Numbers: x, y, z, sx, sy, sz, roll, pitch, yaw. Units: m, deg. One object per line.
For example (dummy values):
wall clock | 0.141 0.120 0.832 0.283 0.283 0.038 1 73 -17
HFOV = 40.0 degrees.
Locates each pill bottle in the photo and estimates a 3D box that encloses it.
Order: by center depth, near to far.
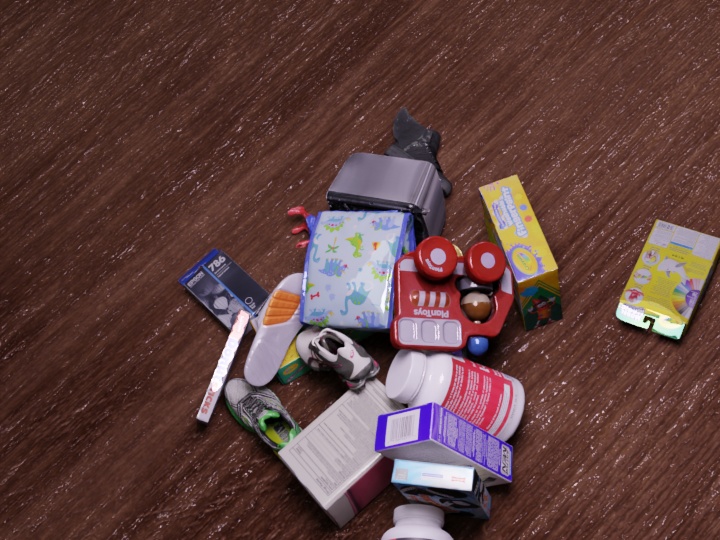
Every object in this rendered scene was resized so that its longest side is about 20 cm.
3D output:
pill bottle | 0.082 0.451 1.448 0.112 0.113 0.201 -4 58 12
pill bottle | 0.145 0.190 1.535 0.199 0.112 0.113 22 59 -19

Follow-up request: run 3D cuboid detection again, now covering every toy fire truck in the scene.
toy fire truck | 0.140 0.046 1.522 0.199 0.112 0.169 5 74 -18

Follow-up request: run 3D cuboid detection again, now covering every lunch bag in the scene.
lunch bag | 0.000 0.000 1.641 0.169 0.127 0.201 2 84 20

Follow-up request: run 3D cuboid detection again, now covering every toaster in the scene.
toaster | 0.056 -0.103 1.750 0.199 0.181 0.119 10 57 21

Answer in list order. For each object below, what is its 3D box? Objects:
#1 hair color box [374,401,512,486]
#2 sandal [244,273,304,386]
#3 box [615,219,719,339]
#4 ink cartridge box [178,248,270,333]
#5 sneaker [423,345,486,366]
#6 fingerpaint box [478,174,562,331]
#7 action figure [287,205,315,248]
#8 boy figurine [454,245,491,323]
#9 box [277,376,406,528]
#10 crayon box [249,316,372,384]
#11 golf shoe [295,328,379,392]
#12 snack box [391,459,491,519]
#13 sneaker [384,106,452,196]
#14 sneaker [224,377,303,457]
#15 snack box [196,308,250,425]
hair color box | 0.128 0.267 1.481 0.109 0.200 0.065 -20 49 38
sandal | -0.149 0.094 1.682 0.059 0.079 0.207 15 75 60
box | 0.509 0.020 1.639 0.117 0.048 0.200 21 64 25
ink cartridge box | -0.254 0.034 1.838 0.099 0.039 0.200 -44 58 -13
sneaker | 0.142 0.115 1.669 0.099 0.070 0.200 -29 62 -9
fingerpaint box | 0.271 -0.029 1.660 0.073 0.167 0.201 -19 56 3
action figure | -0.093 -0.042 1.789 0.099 0.065 0.200 -28 37 -21
boy figurine | 0.178 0.030 1.696 0.124 0.065 0.200 1 37 -18
box | -0.008 0.286 1.575 0.200 0.109 0.128 -40 58 -11
crayon box | -0.080 0.096 1.740 0.199 0.058 0.119 -29 57 -4
golf shoe | -0.049 0.122 1.607 0.077 0.088 0.200 -46 35 -18
snack box | 0.123 0.325 1.461 0.116 0.200 0.037 3 66 17
sneaker | 0.122 -0.227 1.884 0.200 0.060 0.104 36 78 33
sneaker | -0.158 0.240 1.657 0.200 0.085 0.078 35 73 30
snack box | -0.236 0.168 1.710 0.024 0.072 0.201 21 74 -2
